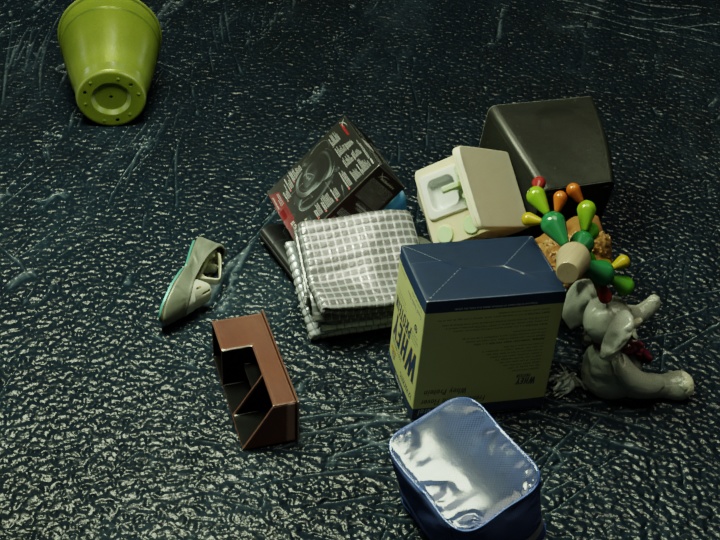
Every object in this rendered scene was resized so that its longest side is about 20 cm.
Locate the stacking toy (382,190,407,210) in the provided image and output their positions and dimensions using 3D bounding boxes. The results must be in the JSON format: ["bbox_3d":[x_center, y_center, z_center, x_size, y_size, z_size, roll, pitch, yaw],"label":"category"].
[{"bbox_3d":[-0.025,-0.083,1.949,0.198,0.111,0.116,13,37,30],"label":"stacking toy"}]

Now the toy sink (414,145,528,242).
[{"bbox_3d":[0.165,-0.111,1.874,0.111,0.132,0.199,-20,-7,28],"label":"toy sink"}]

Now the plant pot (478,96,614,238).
[{"bbox_3d":[0.318,-0.151,2.010,0.198,0.201,0.178,-8,49,-19],"label":"plant pot"}]

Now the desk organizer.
[{"bbox_3d":[-0.144,0.146,1.618,0.076,0.072,0.201,-9,37,-15],"label":"desk organizer"}]

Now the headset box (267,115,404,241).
[{"bbox_3d":[-0.048,-0.118,1.873,0.077,0.200,0.149,35,15,-42],"label":"headset box"}]

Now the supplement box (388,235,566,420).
[{"bbox_3d":[0.154,0.078,1.638,0.197,0.202,0.135,-4,35,-13],"label":"supplement box"}]

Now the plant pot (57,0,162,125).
[{"bbox_3d":[-0.470,-0.381,2.242,0.198,0.202,0.194,-2,47,-10],"label":"plant pot"}]

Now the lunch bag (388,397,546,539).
[{"bbox_3d":[0.124,0.263,1.438,0.135,0.133,0.200,-27,45,-15],"label":"lunch bag"}]

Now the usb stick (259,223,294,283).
[{"bbox_3d":[-0.100,-0.012,1.883,0.055,0.033,0.200,-7,36,-29],"label":"usb stick"}]

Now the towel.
[{"bbox_3d":[0.000,0.000,1.770,0.198,0.086,0.167,-7,67,-18],"label":"towel"}]

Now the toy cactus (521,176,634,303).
[{"bbox_3d":[0.284,-0.027,1.605,0.201,0.102,0.165,55,29,-8],"label":"toy cactus"}]

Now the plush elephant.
[{"bbox_3d":[0.362,0.092,1.684,0.198,0.156,0.165,-9,37,-21],"label":"plush elephant"}]

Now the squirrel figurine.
[{"bbox_3d":[0.279,-0.012,1.805,0.184,0.144,0.200,-3,0,0],"label":"squirrel figurine"}]

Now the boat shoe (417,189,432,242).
[{"bbox_3d":[0.155,-0.104,2.007,0.091,0.075,0.201,-6,36,-6],"label":"boat shoe"}]

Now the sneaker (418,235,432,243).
[{"bbox_3d":[0.118,-0.001,1.853,0.073,0.080,0.201,-7,36,-15],"label":"sneaker"}]

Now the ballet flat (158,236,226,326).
[{"bbox_3d":[-0.246,0.016,1.794,0.063,0.068,0.201,14,36,1],"label":"ballet flat"}]
